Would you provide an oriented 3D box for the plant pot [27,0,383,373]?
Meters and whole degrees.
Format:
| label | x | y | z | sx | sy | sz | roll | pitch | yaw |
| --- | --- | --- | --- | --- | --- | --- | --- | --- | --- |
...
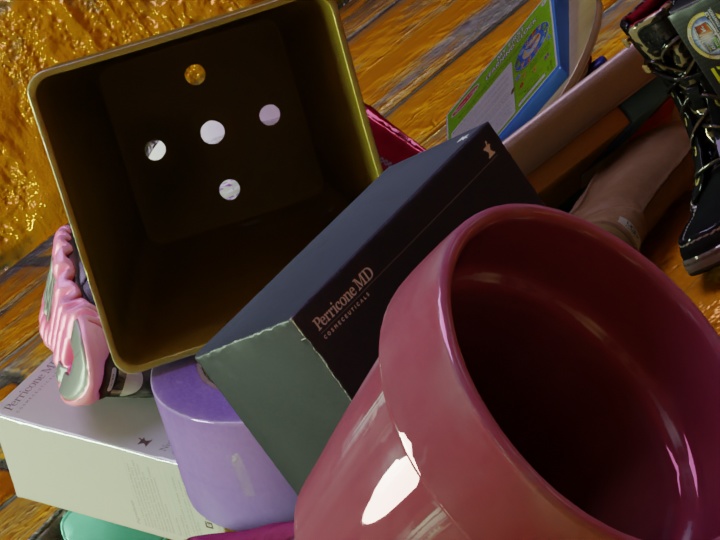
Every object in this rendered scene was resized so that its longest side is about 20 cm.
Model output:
| label | x | y | z | sx | sy | sz | roll | pitch | yaw |
| --- | --- | --- | --- | --- | --- | --- | --- | --- | --- |
| plant pot | -0.095 | -0.074 | 1.640 | 0.198 | 0.201 | 0.176 | -17 | 15 | -2 |

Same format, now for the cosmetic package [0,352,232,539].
| label | x | y | z | sx | sy | sz | roll | pitch | yaw |
| --- | --- | --- | --- | --- | --- | --- | --- | --- | --- |
| cosmetic package | -0.146 | 0.118 | 1.750 | 0.199 | 0.082 | 0.113 | 11 | 40 | 31 |

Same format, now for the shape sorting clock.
| label | x | y | z | sx | sy | sz | roll | pitch | yaw |
| --- | --- | --- | --- | --- | --- | --- | --- | --- | --- |
| shape sorting clock | 0.120 | -0.125 | 1.875 | 0.200 | 0.039 | 0.201 | -50 | 20 | 26 |

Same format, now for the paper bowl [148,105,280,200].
| label | x | y | z | sx | sy | sz | roll | pitch | yaw |
| --- | --- | --- | --- | --- | --- | --- | --- | --- | --- |
| paper bowl | -0.082 | -0.058 | 1.869 | 0.199 | 0.105 | 0.201 | -20 | -20 | -7 |

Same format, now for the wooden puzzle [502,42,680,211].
| label | x | y | z | sx | sy | sz | roll | pitch | yaw |
| --- | --- | --- | --- | --- | --- | --- | --- | --- | --- |
| wooden puzzle | 0.166 | -0.086 | 1.801 | 0.185 | 0.037 | 0.200 | -37 | -17 | -5 |

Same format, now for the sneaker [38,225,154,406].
| label | x | y | z | sx | sy | sz | roll | pitch | yaw |
| --- | --- | --- | --- | --- | --- | --- | --- | --- | --- |
| sneaker | -0.173 | 0.034 | 1.764 | 0.095 | 0.080 | 0.200 | 3 | 29 | -17 |

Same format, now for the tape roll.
| label | x | y | z | sx | sy | sz | roll | pitch | yaw |
| --- | --- | --- | --- | --- | --- | --- | --- | --- | --- |
| tape roll | -0.029 | 0.078 | 1.596 | 0.198 | 0.086 | 0.200 | -13 | 25 | 6 |

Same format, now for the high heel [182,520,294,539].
| label | x | y | z | sx | sy | sz | roll | pitch | yaw |
| --- | --- | --- | --- | --- | --- | --- | --- | --- | --- |
| high heel | -0.046 | 0.183 | 1.520 | 0.095 | 0.068 | 0.200 | -16 | 3 | -23 |

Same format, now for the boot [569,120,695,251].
| label | x | y | z | sx | sy | sz | roll | pitch | yaw |
| --- | --- | --- | --- | --- | --- | --- | --- | --- | --- |
| boot | 0.145 | -0.015 | 1.705 | 0.174 | 0.066 | 0.200 | -25 | 13 | 29 |

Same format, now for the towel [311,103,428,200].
| label | x | y | z | sx | sy | sz | roll | pitch | yaw |
| --- | --- | --- | --- | --- | --- | --- | --- | --- | --- |
| towel | 0.000 | 0.000 | 1.727 | 0.022 | 0.144 | 0.201 | 13 | -69 | -55 |

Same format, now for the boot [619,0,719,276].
| label | x | y | z | sx | sy | sz | roll | pitch | yaw |
| --- | --- | --- | --- | --- | --- | --- | --- | --- | --- |
| boot | 0.219 | -0.100 | 1.583 | 0.073 | 0.151 | 0.200 | -25 | 16 | 41 |

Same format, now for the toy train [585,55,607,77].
| label | x | y | z | sx | sy | sz | roll | pitch | yaw |
| --- | --- | --- | --- | --- | --- | --- | --- | --- | --- |
| toy train | 0.189 | -0.127 | 1.935 | 0.199 | 0.085 | 0.116 | -34 | 12 | 7 |

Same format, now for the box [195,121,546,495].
| label | x | y | z | sx | sy | sz | roll | pitch | yaw |
| --- | --- | --- | --- | --- | --- | --- | --- | --- | --- |
| box | 0.041 | 0.052 | 1.427 | 0.104 | 0.183 | 0.200 | -21 | 19 | 51 |

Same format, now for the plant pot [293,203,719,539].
| label | x | y | z | sx | sy | sz | roll | pitch | yaw |
| --- | --- | --- | --- | --- | --- | --- | --- | --- | --- |
| plant pot | 0.066 | 0.098 | 1.207 | 0.179 | 0.200 | 0.200 | -45 | 4 | 37 |

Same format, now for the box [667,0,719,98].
| label | x | y | z | sx | sy | sz | roll | pitch | yaw |
| --- | --- | --- | --- | --- | --- | --- | --- | --- | --- |
| box | 0.285 | -0.147 | 1.561 | 0.044 | 0.161 | 0.200 | -22 | 18 | 42 |

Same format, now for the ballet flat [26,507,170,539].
| label | x | y | z | sx | sy | sz | roll | pitch | yaw |
| --- | --- | --- | --- | --- | --- | --- | --- | --- | --- |
| ballet flat | -0.207 | 0.206 | 1.821 | 0.200 | 0.072 | 0.072 | -32 | 12 | 11 |
